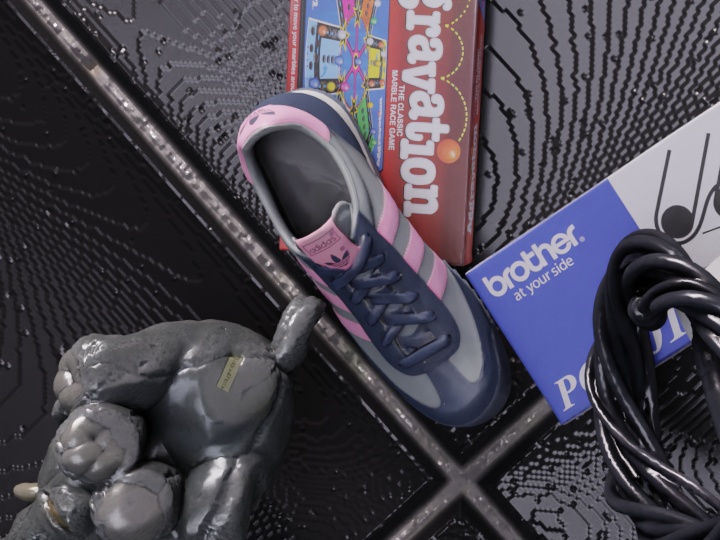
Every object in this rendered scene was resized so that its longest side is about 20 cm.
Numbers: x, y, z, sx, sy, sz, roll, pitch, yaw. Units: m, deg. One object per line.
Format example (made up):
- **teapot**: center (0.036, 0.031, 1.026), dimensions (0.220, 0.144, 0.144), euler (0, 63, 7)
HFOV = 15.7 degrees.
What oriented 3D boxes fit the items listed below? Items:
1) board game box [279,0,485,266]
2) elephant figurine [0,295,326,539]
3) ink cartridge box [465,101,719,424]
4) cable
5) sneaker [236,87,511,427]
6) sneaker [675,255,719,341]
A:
- **board game box**: center (0.012, -0.106, 1.354), dimensions (0.103, 0.019, 0.200), euler (5, 99, 16)
- **elephant figurine**: center (-0.119, 0.097, 1.376), dimensions (0.155, 0.200, 0.142), euler (5, 75, -16)
- **ink cartridge box**: center (0.161, -0.015, 1.305), dimensions (0.200, 0.044, 0.094), euler (-35, 84, 19)
- **cable**: center (0.144, 0.062, 1.205), dimensions (0.051, 0.200, 0.163), euler (-17, 117, -11)
- **sneaker**: center (0.000, 0.000, 1.319), dimensions (0.070, 0.082, 0.200), euler (-37, 86, 19)
- **sneaker**: center (0.240, 0.055, 1.263), dimensions (0.116, 0.074, 0.200), euler (-39, 104, 22)
